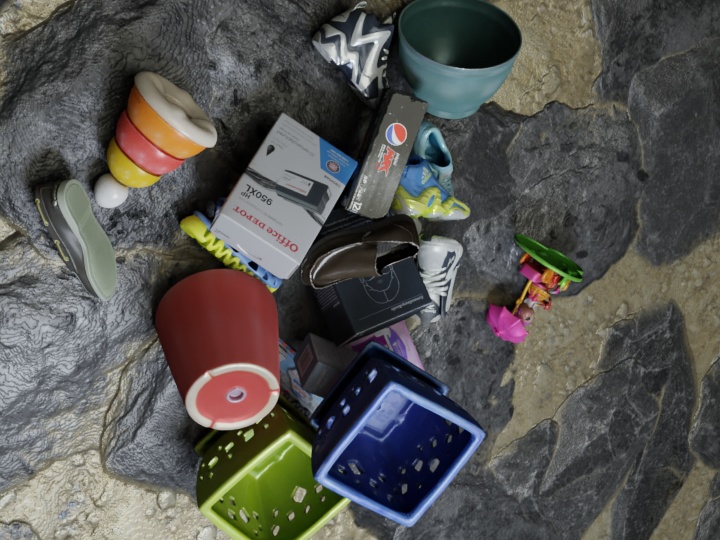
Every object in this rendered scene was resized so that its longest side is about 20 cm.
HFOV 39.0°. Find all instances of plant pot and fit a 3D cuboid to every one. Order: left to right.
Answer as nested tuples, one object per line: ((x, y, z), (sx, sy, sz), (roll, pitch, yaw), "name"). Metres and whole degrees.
((-0.206, 0.129, 1.544), (0.198, 0.178, 0.202), (-10, 132, -11), "plant pot")
((-0.149, 0.320, 1.666), (0.200, 0.182, 0.199), (-40, 123, 5), "plant pot")
((0.042, 0.240, 1.575), (0.199, 0.180, 0.201), (32, 104, -25), "plant pot")
((0.150, -0.333, 1.646), (0.199, 0.201, 0.135), (-20, 143, -24), "plant pot")

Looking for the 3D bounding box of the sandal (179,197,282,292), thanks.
((-0.187, -0.041, 1.598), (0.087, 0.079, 0.200), (-52, 126, -10), "sandal")

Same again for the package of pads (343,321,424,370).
((0.033, 0.145, 1.796), (0.120, 0.076, 0.201), (-32, 120, -16), "package of pads")

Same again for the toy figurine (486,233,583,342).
((0.319, 0.050, 1.932), (0.199, 0.150, 0.185), (5, 120, -57), "toy figurine")

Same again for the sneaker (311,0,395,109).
((0.029, -0.342, 1.618), (0.130, 0.079, 0.199), (-45, 114, 0), "sneaker")

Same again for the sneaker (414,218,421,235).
((0.064, -0.097, 1.739), (0.088, 0.074, 0.202), (-18, 123, -35), "sneaker")

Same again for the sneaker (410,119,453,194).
((0.126, -0.165, 1.740), (0.074, 0.082, 0.201), (-35, 121, -15), "sneaker")

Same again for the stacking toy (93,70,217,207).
((-0.317, -0.172, 1.463), (0.200, 0.147, 0.146), (-45, 126, 14), "stacking toy")

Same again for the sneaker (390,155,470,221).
((0.119, -0.136, 1.680), (0.199, 0.075, 0.106), (-1, 87, -56), "sneaker")

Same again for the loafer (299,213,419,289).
((0.003, -0.023, 1.537), (0.198, 0.072, 0.073), (-25, 132, -8), "loafer")

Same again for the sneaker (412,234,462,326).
((0.122, 0.025, 1.728), (0.079, 0.199, 0.131), (11, 73, 1), "sneaker")

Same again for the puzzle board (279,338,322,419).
((-0.148, 0.210, 1.745), (0.151, 0.017, 0.200), (-49, 125, -7), "puzzle board")

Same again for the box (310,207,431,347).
((0.000, 0.000, 1.653), (0.147, 0.107, 0.202), (-20, 82, -24), "box")

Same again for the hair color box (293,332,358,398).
((-0.007, 0.184, 1.695), (0.198, 0.099, 0.061), (24, 108, -22), "hair color box")

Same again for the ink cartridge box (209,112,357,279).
((-0.116, -0.112, 1.541), (0.144, 0.084, 0.201), (32, 66, -8), "ink cartridge box")

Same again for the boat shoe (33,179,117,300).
((-0.410, -0.043, 1.470), (0.072, 0.060, 0.203), (-69, 153, -51), "boat shoe")

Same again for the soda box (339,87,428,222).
((0.036, -0.179, 1.582), (0.070, 0.063, 0.202), (20, 94, -14), "soda box")
